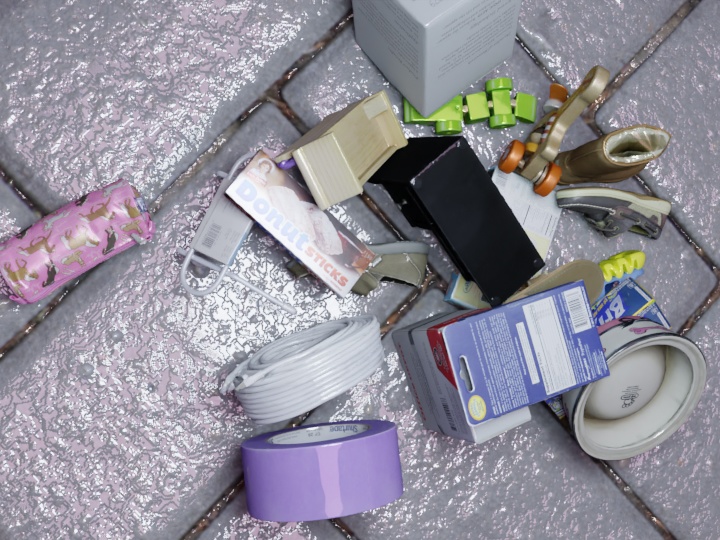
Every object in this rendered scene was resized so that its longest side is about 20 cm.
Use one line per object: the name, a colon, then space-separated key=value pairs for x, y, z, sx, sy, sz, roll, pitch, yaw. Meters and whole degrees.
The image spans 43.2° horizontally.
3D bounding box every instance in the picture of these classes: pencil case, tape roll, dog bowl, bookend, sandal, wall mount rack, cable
pencil case: x=-0.358 y=-0.036 z=1.141 sx=0.198 sy=0.087 sz=0.084 roll=-30 pitch=124 yaw=-12
tape roll: x=-0.047 y=0.245 z=1.130 sx=0.196 sy=0.200 sz=0.087 roll=-6 pitch=87 yaw=-12
dog bowl: x=0.351 y=0.149 z=1.200 sx=0.196 sy=0.074 sz=0.203 roll=-10 pitch=123 yaw=-16
bookend: x=0.117 y=-0.070 z=1.202 sx=0.092 sy=0.200 sz=0.200 roll=-39 pitch=107 yaw=-9
sandal: x=0.328 y=0.042 z=1.287 sx=0.197 sy=0.079 sz=0.089 roll=-21 pitch=95 yaw=-11
sandal: x=0.231 y=0.032 z=1.195 sx=0.210 sy=0.069 sz=0.079 roll=-24 pitch=117 yaw=-35
wall mount rack: x=-0.136 y=-0.041 z=1.164 sx=0.172 sy=0.075 sz=0.203 roll=24 pitch=81 yaw=23
cable: x=-0.062 y=0.119 z=1.134 sx=0.197 sy=0.200 sz=0.070 roll=-20 pitch=97 yaw=7

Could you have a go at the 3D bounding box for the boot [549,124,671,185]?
boot: x=0.364 y=-0.159 z=1.240 sx=0.172 sy=0.200 sz=0.067 roll=-17 pitch=90 yaw=-12

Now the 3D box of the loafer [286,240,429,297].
loafer: x=0.000 y=0.000 z=1.217 sx=0.196 sy=0.075 sz=0.071 roll=-4 pitch=87 yaw=-10

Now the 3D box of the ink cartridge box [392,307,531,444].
ink cartridge box: x=0.124 y=0.132 z=1.175 sx=0.082 sy=0.200 sz=0.147 roll=-20 pitch=91 yaw=-16

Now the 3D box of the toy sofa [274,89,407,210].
toy sofa: x=-0.021 y=-0.153 z=1.170 sx=0.096 sy=0.200 sz=0.084 roll=-20 pitch=107 yaw=29

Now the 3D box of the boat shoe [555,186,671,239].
boat shoe: x=0.361 y=-0.079 z=1.289 sx=0.198 sy=0.071 sz=0.067 roll=5 pitch=91 yaw=-29

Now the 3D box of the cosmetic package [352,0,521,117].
cosmetic package: x=0.096 y=-0.346 z=1.172 sx=0.164 sy=0.201 sz=0.166 roll=-35 pitch=71 yaw=-11

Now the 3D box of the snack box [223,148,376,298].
snack box: x=-0.075 y=-0.057 z=1.137 sx=0.200 sy=0.024 sz=0.072 roll=42 pitch=77 yaw=-13

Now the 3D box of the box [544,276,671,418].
box: x=0.322 y=0.106 z=1.247 sx=0.199 sy=0.064 sz=0.070 roll=-41 pitch=124 yaw=6

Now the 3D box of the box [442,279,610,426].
box: x=0.192 y=0.096 z=1.076 sx=0.197 sy=0.032 sz=0.123 roll=-16 pitch=89 yaw=-20

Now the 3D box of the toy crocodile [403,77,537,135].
toy crocodile: x=0.156 y=-0.227 z=1.276 sx=0.196 sy=0.062 sz=0.069 roll=-6 pitch=87 yaw=-8

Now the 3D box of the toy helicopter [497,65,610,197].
toy helicopter: x=0.271 y=-0.205 z=1.220 sx=0.078 sy=0.200 sz=0.133 roll=29 pitch=51 yaw=-7

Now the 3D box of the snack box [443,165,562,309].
snack box: x=0.204 y=-0.031 z=1.282 sx=0.114 sy=0.037 sz=0.203 roll=22 pitch=82 yaw=-10
